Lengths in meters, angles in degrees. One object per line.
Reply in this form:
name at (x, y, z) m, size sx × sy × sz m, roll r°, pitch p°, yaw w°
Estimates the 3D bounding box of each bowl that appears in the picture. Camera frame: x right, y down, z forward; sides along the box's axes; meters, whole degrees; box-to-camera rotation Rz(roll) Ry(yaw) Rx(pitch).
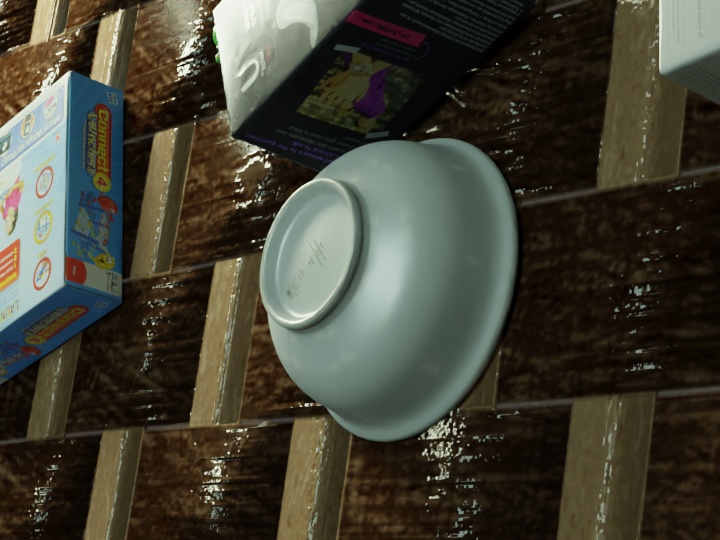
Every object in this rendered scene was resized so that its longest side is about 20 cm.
bowl at (0.000, 0.000, 1.246) m, size 0.200 × 0.090 × 0.203 m, roll -27°, pitch 54°, yaw 44°

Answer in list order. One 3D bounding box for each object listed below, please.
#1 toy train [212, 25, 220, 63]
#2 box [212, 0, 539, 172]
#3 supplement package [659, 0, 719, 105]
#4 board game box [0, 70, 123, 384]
toy train at (-0.037, -0.199, 1.427) m, size 0.200 × 0.042 × 0.057 m, roll -38°, pitch 58°, yaw 37°
box at (0.005, -0.172, 1.300) m, size 0.200 × 0.105 × 0.123 m, roll -41°, pitch 43°, yaw 35°
supplement package at (0.256, -0.158, 0.955) m, size 0.199 × 0.119 × 0.122 m, roll -21°, pitch 58°, yaw 47°
board game box at (-0.273, -0.031, 1.645) m, size 0.199 × 0.056 × 0.197 m, roll -30°, pitch 53°, yaw 42°
